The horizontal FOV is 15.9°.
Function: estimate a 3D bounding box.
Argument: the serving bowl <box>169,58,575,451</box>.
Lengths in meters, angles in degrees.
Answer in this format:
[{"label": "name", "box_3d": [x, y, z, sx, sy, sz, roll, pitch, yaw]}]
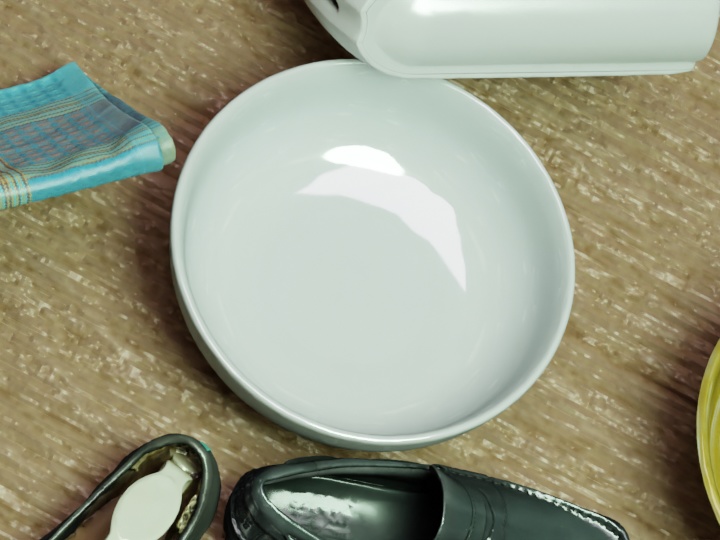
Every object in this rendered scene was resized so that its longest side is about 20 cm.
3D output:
[{"label": "serving bowl", "box_3d": [0.000, 0.000, 1.255, 0.200, 0.066, 0.201, 6, 66, -14]}]

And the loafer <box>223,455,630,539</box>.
[{"label": "loafer", "box_3d": [0.036, 0.126, 1.210, 0.200, 0.070, 0.068, 9, 66, -12]}]

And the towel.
[{"label": "towel", "box_3d": [-0.200, -0.052, 1.193, 0.200, 0.147, 0.022, -14, 113, -20]}]

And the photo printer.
[{"label": "photo printer", "box_3d": [0.061, -0.159, 1.302, 0.199, 0.070, 0.167, -3, 35, -17]}]

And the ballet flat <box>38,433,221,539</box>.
[{"label": "ballet flat", "box_3d": [-0.133, 0.145, 1.156, 0.068, 0.068, 0.200, 36, 64, 1]}]

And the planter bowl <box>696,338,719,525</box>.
[{"label": "planter bowl", "box_3d": [0.245, 0.104, 1.270, 0.200, 0.083, 0.201, 6, 66, -13]}]
